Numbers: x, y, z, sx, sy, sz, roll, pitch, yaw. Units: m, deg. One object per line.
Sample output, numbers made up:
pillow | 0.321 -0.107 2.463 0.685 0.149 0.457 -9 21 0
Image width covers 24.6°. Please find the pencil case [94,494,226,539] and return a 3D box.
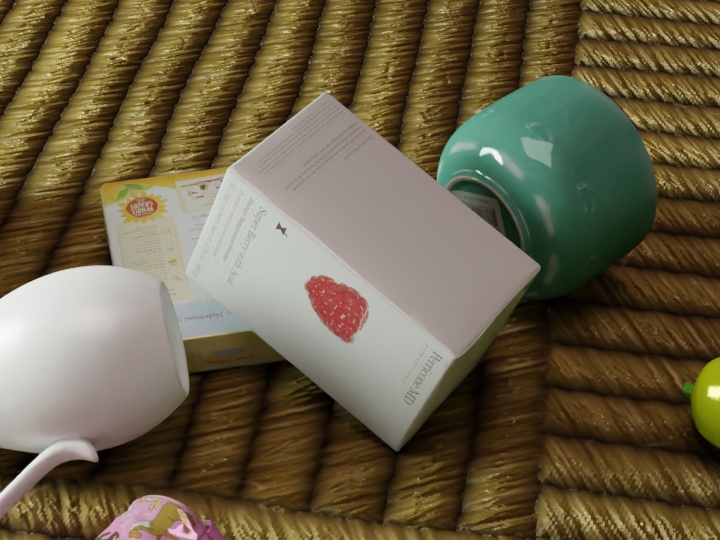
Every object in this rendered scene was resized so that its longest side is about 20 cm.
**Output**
pencil case | -0.159 0.213 0.953 0.086 0.083 0.200 22 42 25

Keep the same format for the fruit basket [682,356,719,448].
fruit basket | 0.319 0.111 1.088 0.215 0.156 0.216 -33 9 6

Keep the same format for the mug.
mug | 0.126 -0.047 1.257 0.114 0.185 0.152 -31 73 -31

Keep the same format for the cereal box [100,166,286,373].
cereal box | -0.117 -0.003 1.259 0.142 0.040 0.201 -7 41 -10

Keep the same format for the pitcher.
pitcher | -0.214 0.090 1.091 0.198 0.122 0.173 -14 60 0

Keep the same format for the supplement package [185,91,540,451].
supplement package | 0.000 0.000 1.147 0.200 0.122 0.120 39 48 9
